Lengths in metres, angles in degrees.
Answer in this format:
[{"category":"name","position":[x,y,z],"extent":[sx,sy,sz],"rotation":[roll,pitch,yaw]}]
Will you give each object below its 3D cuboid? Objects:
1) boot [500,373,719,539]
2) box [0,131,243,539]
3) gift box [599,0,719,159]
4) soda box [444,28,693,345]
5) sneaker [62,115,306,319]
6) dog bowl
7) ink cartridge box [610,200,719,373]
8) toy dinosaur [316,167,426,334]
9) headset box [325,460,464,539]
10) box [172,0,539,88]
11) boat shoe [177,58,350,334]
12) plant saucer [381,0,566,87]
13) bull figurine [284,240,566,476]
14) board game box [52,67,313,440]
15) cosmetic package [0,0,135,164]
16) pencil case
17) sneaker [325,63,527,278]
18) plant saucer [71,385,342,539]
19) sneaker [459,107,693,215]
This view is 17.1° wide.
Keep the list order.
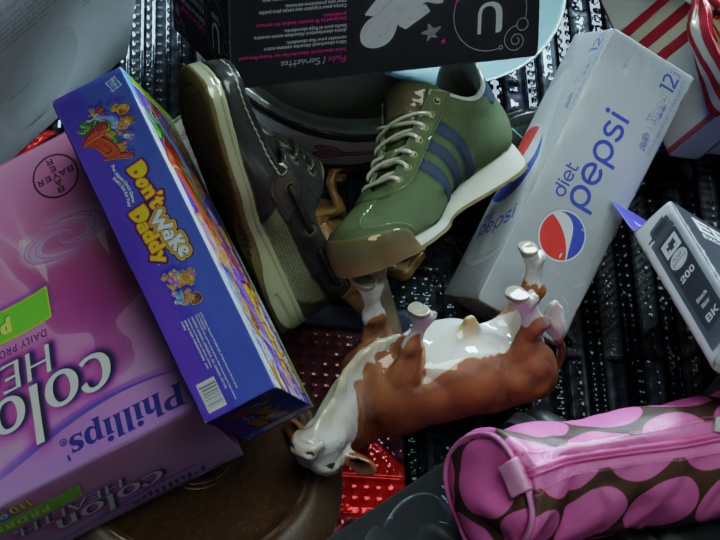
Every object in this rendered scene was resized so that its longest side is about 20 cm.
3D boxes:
[{"category":"boot","position":[0.206,0.101,1.530],"extent":[0.165,0.066,0.200],"rotation":[46,62,5]},{"category":"box","position":[-0.194,0.050,1.404],"extent":[0.176,0.097,0.200],"rotation":[-26,66,2]},{"category":"gift box","position":[0.282,-0.196,1.626],"extent":[0.187,0.200,0.185],"rotation":[2,52,-41]},{"category":"soda box","position":[0.134,-0.055,1.554],"extent":[0.068,0.063,0.200],"rotation":[29,82,-18]},{"category":"sneaker","position":[-0.110,-0.036,1.511],"extent":[0.200,0.100,0.075],"rotation":[38,49,3]},{"category":"dog bowl","position":[-0.022,-0.153,1.626],"extent":[0.200,0.074,0.200],"rotation":[7,57,-11]},{"category":"ink cartridge box","position":[0.263,0.035,1.482],"extent":[0.198,0.043,0.200],"rotation":[30,19,-27]},{"category":"toy dinosaur","position":[0.000,0.000,1.553],"extent":[0.106,0.060,0.200],"rotation":[-30,79,-22]},{"category":"headset box","position":[0.033,0.218,1.409],"extent":[0.200,0.077,0.149],"rotation":[-32,70,-27]},{"category":"box","position":[-0.005,-0.190,1.470],"extent":[0.200,0.115,0.132],"rotation":[-7,23,-19]},{"category":"boat shoe","position":[-0.054,-0.051,1.431],"extent":[0.066,0.201,0.072],"rotation":[-27,40,-12]},{"category":"plant saucer","position":[0.037,-0.195,1.600],"extent":[0.201,0.039,0.201],"rotation":[7,57,-10]},{"category":"bull figurine","position":[0.040,0.057,1.458],"extent":[0.200,0.122,0.065],"rotation":[-15,44,-29]},{"category":"board game box","position":[-0.099,-0.006,1.365],"extent":[0.045,0.134,0.200],"rotation":[-27,80,3]},{"category":"cosmetic package","position":[-0.242,-0.173,1.507],"extent":[0.123,0.200,0.199],"rotation":[37,57,10]},{"category":"pencil case","position":[0.154,0.115,1.408],"extent":[0.200,0.094,0.091],"rotation":[-10,85,-26]},{"category":"sneaker","position":[0.030,-0.070,1.468],"extent":[0.200,0.067,0.090],"rotation":[-36,111,-51]},{"category":"plant saucer","position":[-0.105,0.115,1.464],"extent":[0.200,0.035,0.201],"rotation":[7,58,-11]},{"category":"sneaker","position":[0.138,-0.069,1.614],"extent":[0.200,0.075,0.079],"rotation":[-20,68,-24]}]
